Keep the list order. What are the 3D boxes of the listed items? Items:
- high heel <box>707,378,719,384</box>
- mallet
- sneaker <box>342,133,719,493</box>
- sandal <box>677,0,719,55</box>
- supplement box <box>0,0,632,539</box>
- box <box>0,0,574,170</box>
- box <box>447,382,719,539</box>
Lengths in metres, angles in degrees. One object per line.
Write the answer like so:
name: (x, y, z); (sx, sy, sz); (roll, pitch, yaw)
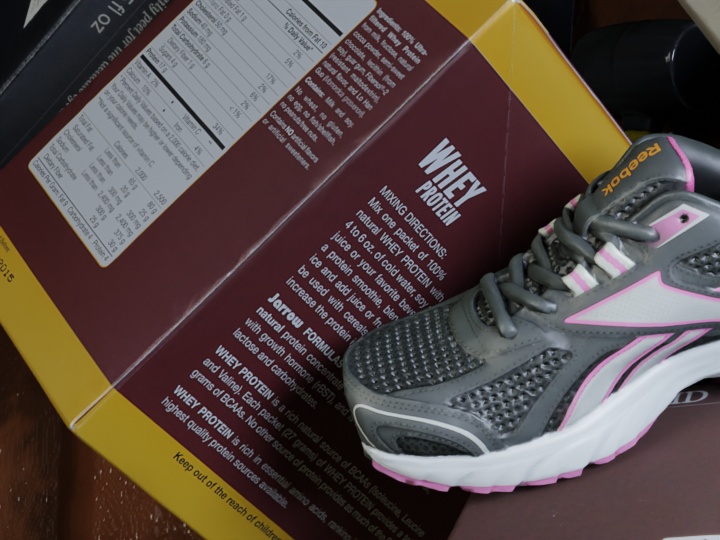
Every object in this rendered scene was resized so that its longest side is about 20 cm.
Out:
high heel: (0.144, 0.105, 0.816); (0.068, 0.096, 0.201); (-55, 41, 25)
mallet: (0.102, -0.006, 0.966); (0.066, 0.041, 0.202); (16, 95, 54)
sneaker: (0.085, -0.002, 0.750); (0.080, 0.199, 0.087); (-120, 12, -53)
sandal: (0.099, -0.137, 0.783); (0.080, 0.054, 0.200); (-40, 87, 30)
supplement box: (0.000, 0.000, 0.851); (0.200, 0.197, 0.133); (-44, 42, 1)
box: (-0.042, -0.095, 1.030); (0.197, 0.199, 0.118); (-42, 28, 38)
box: (0.078, 0.110, 0.718); (0.099, 0.200, 0.075); (-8, 109, 20)
